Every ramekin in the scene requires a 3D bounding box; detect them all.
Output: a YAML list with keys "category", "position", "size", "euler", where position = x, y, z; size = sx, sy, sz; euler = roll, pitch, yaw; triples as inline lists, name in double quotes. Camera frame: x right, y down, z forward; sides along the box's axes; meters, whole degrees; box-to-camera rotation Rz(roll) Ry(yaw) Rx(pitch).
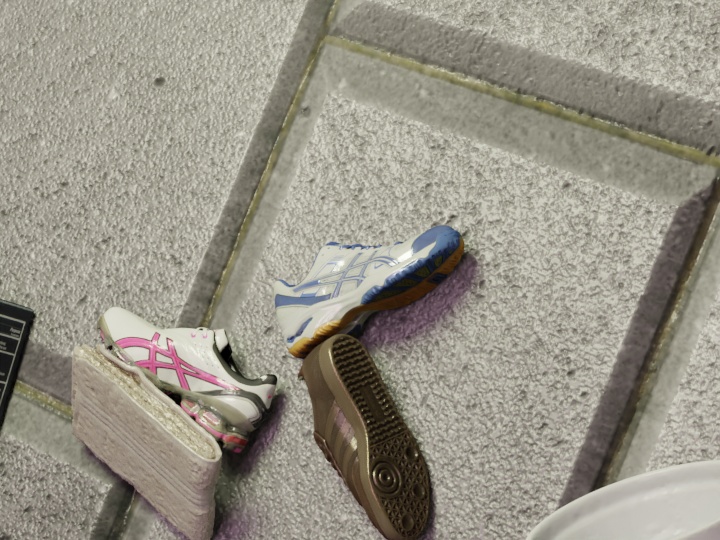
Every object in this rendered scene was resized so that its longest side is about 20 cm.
- category: "ramekin"
  position: [0.239, 0.236, 1.387]
  size: [0.200, 0.200, 0.105]
  euler: [-16, 97, 23]

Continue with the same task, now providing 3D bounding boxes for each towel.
- category: "towel"
  position: [-0.206, 0.163, 1.679]
  size: [0.200, 0.034, 0.133]
  euler: [38, 141, 26]

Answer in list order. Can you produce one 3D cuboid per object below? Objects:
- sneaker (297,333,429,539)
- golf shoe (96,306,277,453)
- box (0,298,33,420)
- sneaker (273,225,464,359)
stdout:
- category: "sneaker"
  position: [0.001, 0.160, 1.607]
  size: [0.076, 0.070, 0.200]
  euler: [-36, 67, 48]
- category: "golf shoe"
  position: [-0.166, 0.087, 1.698]
  size: [0.200, 0.073, 0.092]
  euler: [36, 91, 19]
- category: "box"
  position: [-0.457, 0.103, 1.765]
  size: [0.123, 0.200, 0.199]
  euler: [14, 84, 29]
- category: "sneaker"
  position: [0.000, 0.000, 1.628]
  size: [0.200, 0.075, 0.088]
  euler: [-31, 66, 17]
